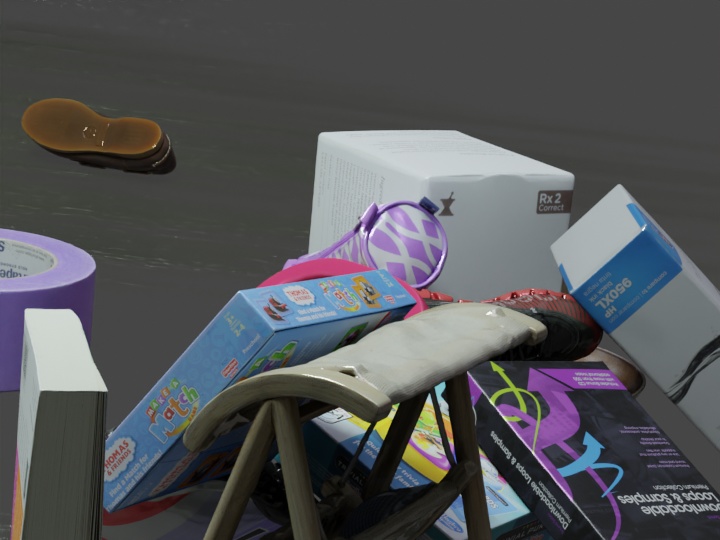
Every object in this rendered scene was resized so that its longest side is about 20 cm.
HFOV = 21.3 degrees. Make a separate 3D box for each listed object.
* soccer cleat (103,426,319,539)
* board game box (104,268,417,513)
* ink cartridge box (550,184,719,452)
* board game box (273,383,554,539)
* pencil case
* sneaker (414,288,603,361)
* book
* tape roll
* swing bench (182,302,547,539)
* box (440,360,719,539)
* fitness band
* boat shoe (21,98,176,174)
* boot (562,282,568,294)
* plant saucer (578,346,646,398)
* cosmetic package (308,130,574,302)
[{"bbox_3d":[-0.106,0.153,1.218,0.199,0.073,0.068,17,22,-44],"label":"soccer cleat"},{"bbox_3d":[-0.062,0.068,1.140,0.037,0.151,0.200,47,20,14],"label":"board game box"},{"bbox_3d":[0.253,0.042,1.539,0.200,0.084,0.145,46,10,-11],"label":"ink cartridge box"},{"bbox_3d":[0.062,0.132,1.300,0.151,0.047,0.200,38,30,28],"label":"board game box"},{"bbox_3d":[0.000,0.000,1.647,0.085,0.084,0.200,30,-26,-13],"label":"pencil case"},{"bbox_3d":[0.104,0.056,1.533,0.199,0.071,0.098,1,15,-11],"label":"sneaker"},{"bbox_3d":[-0.161,0.134,0.979,0.048,0.201,0.134,2,16,-15],"label":"book"},{"bbox_3d":[-0.317,0.028,1.555,0.199,0.085,0.200,6,15,-2],"label":"tape roll"},{"bbox_3d":[-0.002,0.123,1.090,0.129,0.201,0.199,14,16,29],"label":"swing bench"},{"bbox_3d":[0.163,0.135,1.286,0.142,0.036,0.200,2,37,-39],"label":"box"},{"bbox_3d":[-0.027,0.058,1.496,0.144,0.037,0.200,-47,39,-20],"label":"fitness band"},{"bbox_3d":[-0.315,-0.153,2.307,0.199,0.071,0.070,16,-20,24],"label":"boat shoe"},{"bbox_3d":[0.257,0.015,1.906,0.143,0.071,0.201,4,17,-32],"label":"boot"},{"bbox_3d":[0.139,0.092,1.608,0.199,0.032,0.200,5,14,-1],"label":"plant saucer"},{"bbox_3d":[0.070,-0.032,1.785,0.164,0.166,0.200,-3,17,-30],"label":"cosmetic package"}]
